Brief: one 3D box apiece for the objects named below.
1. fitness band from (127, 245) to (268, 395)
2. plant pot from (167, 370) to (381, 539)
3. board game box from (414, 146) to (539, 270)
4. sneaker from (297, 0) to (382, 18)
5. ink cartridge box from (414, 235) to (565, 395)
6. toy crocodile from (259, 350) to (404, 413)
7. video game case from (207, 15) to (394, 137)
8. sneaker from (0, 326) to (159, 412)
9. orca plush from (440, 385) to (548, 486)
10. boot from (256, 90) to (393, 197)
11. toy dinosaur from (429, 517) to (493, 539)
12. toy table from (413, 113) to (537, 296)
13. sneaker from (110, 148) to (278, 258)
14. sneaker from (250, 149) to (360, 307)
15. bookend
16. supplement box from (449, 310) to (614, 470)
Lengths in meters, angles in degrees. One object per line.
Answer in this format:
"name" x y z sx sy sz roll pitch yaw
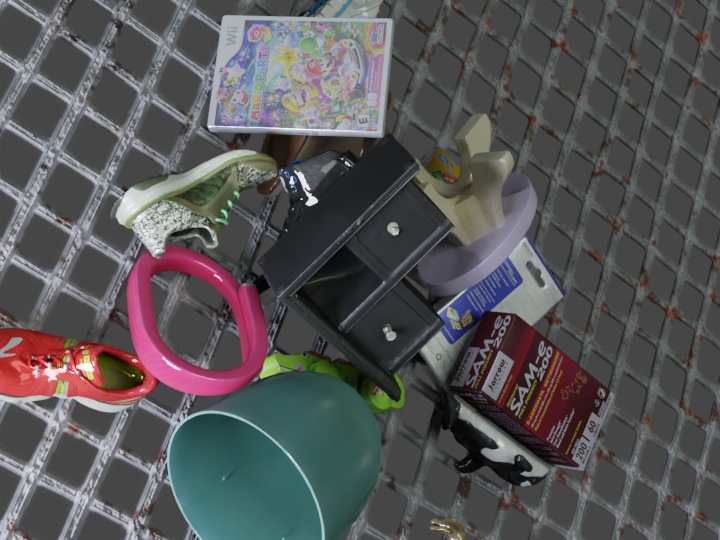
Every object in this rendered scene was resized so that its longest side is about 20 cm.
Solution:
"fitness band" -0.168 0.050 1.505 0.143 0.037 0.200 13 38 -26
"plant pot" -0.071 0.197 1.504 0.161 0.200 0.201 -34 99 -46
"board game box" 0.125 -0.036 1.805 0.200 0.034 0.135 44 57 -19
"sneaker" -0.006 -0.310 1.769 0.200 0.075 0.087 -48 113 -26
"ink cartridge box" 0.149 0.054 1.759 0.200 0.037 0.095 -39 105 -15
"toy crocodile" -0.029 0.124 1.630 0.199 0.067 0.062 20 60 -33
"video game case" -0.066 -0.220 1.643 0.199 0.018 0.144 3 71 9
"sneaker" -0.289 0.091 1.435 0.199 0.085 0.077 10 71 -35
"orca plush" 0.143 0.218 1.726 0.071 0.105 0.200 -49 141 5
"boot" -0.031 -0.155 1.705 0.146 0.070 0.201 29 82 -44
"toy dinosaur" 0.154 0.370 1.703 0.200 0.058 0.101 44 55 -19
"toy table" 0.118 -0.081 1.691 0.117 0.183 0.200 59 39 -28
"sneaker" -0.166 -0.065 1.567 0.199 0.077 0.089 -23 77 -30
"sneaker" -0.073 -0.056 1.607 0.200 0.073 0.112 -40 93 4
"bookend" 0.033 -0.001 1.552 0.199 0.092 0.200 -43 121 5
"supplement box" 0.207 0.145 1.739 0.200 0.061 0.109 37 69 -31
